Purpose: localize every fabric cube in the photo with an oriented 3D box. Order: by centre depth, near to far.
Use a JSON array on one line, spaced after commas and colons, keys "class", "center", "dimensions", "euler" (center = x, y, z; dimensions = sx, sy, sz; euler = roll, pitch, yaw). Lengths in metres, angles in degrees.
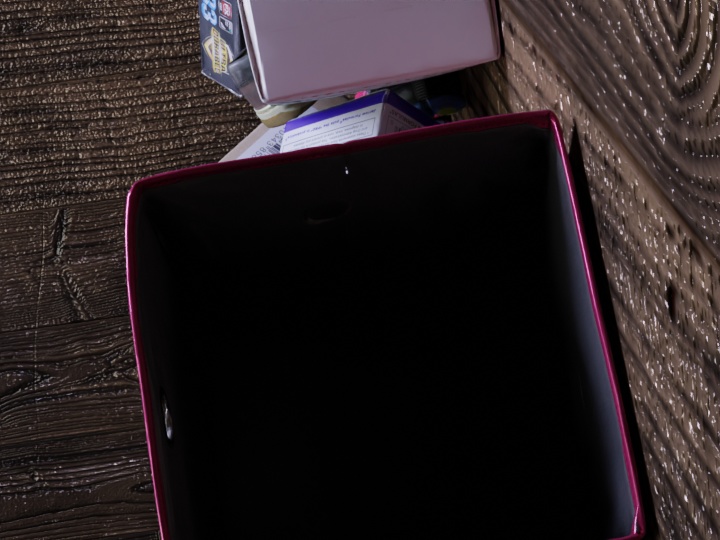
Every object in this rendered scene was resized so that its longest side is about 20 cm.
[{"class": "fabric cube", "center": [0.010, 0.066, 0.757], "dimensions": [0.199, 0.199, 0.197], "euler": [84, 177, -70]}]

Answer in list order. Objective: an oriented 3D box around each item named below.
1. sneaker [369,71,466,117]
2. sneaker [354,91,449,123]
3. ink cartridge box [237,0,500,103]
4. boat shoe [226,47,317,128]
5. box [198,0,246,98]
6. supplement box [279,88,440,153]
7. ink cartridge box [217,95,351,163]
[{"class": "sneaker", "center": [0.034, -0.164, 1.181], "dimensions": [0.200, 0.071, 0.083], "euler": [-94, -9, -60]}, {"class": "sneaker", "center": [0.037, -0.103, 1.390], "dimensions": [0.200, 0.074, 0.081], "euler": [83, 179, -56]}, {"class": "ink cartridge box", "center": [0.001, -0.154, 0.995], "dimensions": [0.200, 0.146, 0.085], "euler": [-104, 3, -84]}, {"class": "boat shoe", "center": [-0.018, -0.191, 1.137], "dimensions": [0.066, 0.201, 0.072], "euler": [47, 160, -26]}, {"class": "box", "center": [-0.037, -0.256, 1.166], "dimensions": [0.050, 0.198, 0.200], "euler": [31, 142, 25]}, {"class": "supplement box", "center": [0.000, 0.000, 1.054], "dimensions": [0.101, 0.103, 0.201], "euler": [29, -120, -38]}, {"class": "ink cartridge box", "center": [-0.038, -0.028, 1.202], "dimensions": [0.165, 0.200, 0.075], "euler": [34, 153, 22]}]
